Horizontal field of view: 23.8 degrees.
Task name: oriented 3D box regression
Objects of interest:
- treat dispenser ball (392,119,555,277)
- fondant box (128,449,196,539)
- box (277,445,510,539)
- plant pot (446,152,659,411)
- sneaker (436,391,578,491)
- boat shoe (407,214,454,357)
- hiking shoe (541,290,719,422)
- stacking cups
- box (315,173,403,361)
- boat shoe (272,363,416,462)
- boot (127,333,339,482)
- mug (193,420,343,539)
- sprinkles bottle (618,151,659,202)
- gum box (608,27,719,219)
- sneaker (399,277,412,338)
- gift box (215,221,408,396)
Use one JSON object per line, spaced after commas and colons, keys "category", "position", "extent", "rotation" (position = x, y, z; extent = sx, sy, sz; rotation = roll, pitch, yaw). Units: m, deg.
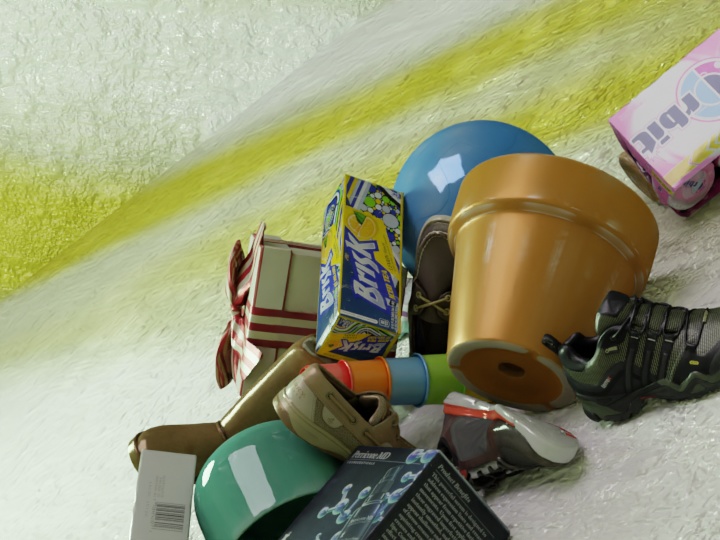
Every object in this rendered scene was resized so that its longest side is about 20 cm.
{"category": "treat dispenser ball", "position": [0.130, -0.060, 1.828], "extent": [0.200, 0.201, 0.201], "rotation": [-36, 18, 13]}
{"category": "fondant box", "position": [-0.198, 0.296, 1.653], "extent": [0.145, 0.058, 0.201], "rotation": [-90, 9, -53]}
{"category": "box", "position": [0.004, 0.259, 1.471], "extent": [0.200, 0.107, 0.148], "rotation": [-47, 18, -24]}
{"category": "plant pot", "position": [0.164, 0.022, 1.607], "extent": [0.200, 0.200, 0.184], "rotation": [-20, 41, 49]}
{"category": "sneaker", "position": [0.129, 0.166, 1.539], "extent": [0.200, 0.077, 0.082], "rotation": [9, 79, 69]}
{"category": "boat shoe", "position": [0.081, 0.039, 1.744], "extent": [0.071, 0.201, 0.060], "rotation": [13, 38, 16]}
{"category": "hiking shoe", "position": [0.249, 0.060, 1.451], "extent": [0.199, 0.101, 0.076], "rotation": [-28, 21, 35]}
{"category": "stacking cups", "position": [0.037, 0.104, 1.657], "extent": [0.199, 0.061, 0.060], "rotation": [1, 5, -20]}
{"category": "box", "position": [0.000, 0.000, 1.718], "extent": [0.201, 0.070, 0.064], "rotation": [-88, 21, -44]}
{"category": "boat shoe", "position": [0.008, 0.150, 1.592], "extent": [0.065, 0.200, 0.071], "rotation": [-47, 41, 12]}
{"category": "boot", "position": [-0.115, 0.136, 1.707], "extent": [0.200, 0.066, 0.175], "rotation": [-43, -28, 25]}
{"category": "mug", "position": [-0.071, 0.220, 1.629], "extent": [0.152, 0.185, 0.115], "rotation": [-48, 50, 18]}
{"category": "sprinkles bottle", "position": [0.366, -0.161, 1.803], "extent": [0.200, 0.068, 0.068], "rotation": [-42, 17, -2]}
{"category": "gum box", "position": [0.357, -0.158, 1.721], "extent": [0.200, 0.066, 0.114], "rotation": [-39, 57, 3]}
{"category": "sneaker", "position": [-0.007, 0.023, 2.017], "extent": [0.199, 0.140, 0.078], "rotation": [-31, 19, 30]}
{"category": "gift box", "position": [-0.057, 0.048, 1.845], "extent": [0.200, 0.185, 0.186], "rotation": [-171, 88, -83]}
